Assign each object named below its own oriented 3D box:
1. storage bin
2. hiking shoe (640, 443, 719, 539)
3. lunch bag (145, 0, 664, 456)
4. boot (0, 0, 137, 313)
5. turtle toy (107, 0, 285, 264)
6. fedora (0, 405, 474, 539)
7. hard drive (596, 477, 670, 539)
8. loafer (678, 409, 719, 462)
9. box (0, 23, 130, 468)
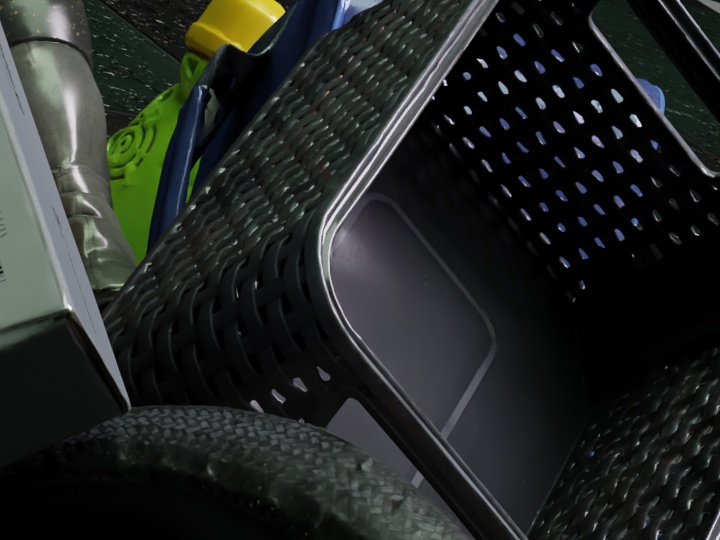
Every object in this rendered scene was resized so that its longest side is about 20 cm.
[{"bbox_3d":[0.030,0.013,0.750,0.135,0.094,0.200,51,40,-14],"label":"storage bin"},{"bbox_3d":[0.083,0.108,0.726,0.074,0.087,0.200,18,23,-6],"label":"hiking shoe"},{"bbox_3d":[0.000,0.000,0.916,0.132,0.200,0.136,20,-24,-16],"label":"lunch bag"},{"bbox_3d":[-0.106,0.015,0.918,0.068,0.200,0.131,-10,65,-16],"label":"boot"},{"bbox_3d":[-0.017,0.001,1.060,0.200,0.146,0.101,33,-4,28],"label":"turtle toy"},{"bbox_3d":[-0.036,0.129,0.593,0.201,0.201,0.092,33,-15,30],"label":"fedora"},{"bbox_3d":[0.106,0.114,0.891,0.135,0.042,0.200,3,23,5],"label":"hard drive"},{"bbox_3d":[0.173,0.131,1.003,0.200,0.073,0.072,52,-15,31],"label":"loafer"},{"bbox_3d":[-0.164,0.005,0.635,0.041,0.200,0.156,66,0,-50],"label":"box"}]
